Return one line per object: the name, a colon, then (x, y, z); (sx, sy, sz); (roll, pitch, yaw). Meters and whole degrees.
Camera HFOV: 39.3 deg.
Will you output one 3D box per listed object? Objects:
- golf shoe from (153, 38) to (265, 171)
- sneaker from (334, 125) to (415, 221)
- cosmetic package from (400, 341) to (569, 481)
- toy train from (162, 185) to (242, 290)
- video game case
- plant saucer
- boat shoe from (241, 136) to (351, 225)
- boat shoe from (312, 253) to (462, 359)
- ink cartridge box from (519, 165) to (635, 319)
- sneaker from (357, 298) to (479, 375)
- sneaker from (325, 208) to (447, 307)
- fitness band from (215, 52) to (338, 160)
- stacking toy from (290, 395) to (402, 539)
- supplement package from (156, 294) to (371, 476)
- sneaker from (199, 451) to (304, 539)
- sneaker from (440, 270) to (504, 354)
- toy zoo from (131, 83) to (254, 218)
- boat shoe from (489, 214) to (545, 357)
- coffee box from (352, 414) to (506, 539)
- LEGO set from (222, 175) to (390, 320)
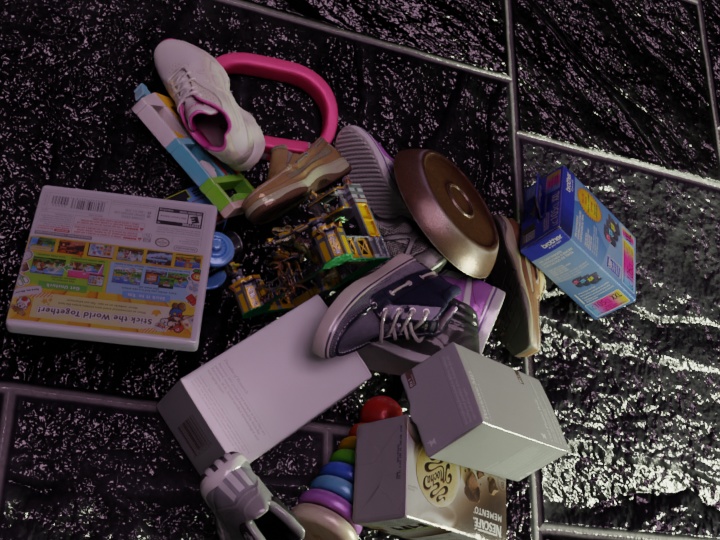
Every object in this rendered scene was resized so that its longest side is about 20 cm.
golf shoe: (-0.195, -0.211, 1.229); (0.200, 0.075, 0.091); (51, 16, 13)
sneaker: (0.050, -0.114, 1.367); (0.114, 0.073, 0.202); (-20, 73, -50)
cosmetic package: (0.144, 0.165, 1.150); (0.199, 0.090, 0.108); (27, 36, -50)
toy train: (-0.235, -0.015, 1.171); (0.199, 0.087, 0.115); (-29, 74, -30)
video game case: (-0.264, -0.005, 1.095); (0.197, 0.023, 0.184); (7, 56, -6)
plant saucer: (0.121, -0.084, 1.321); (0.200, 0.034, 0.201); (41, 29, -28)
boat shoe: (-0.091, -0.118, 1.247); (0.077, 0.071, 0.200); (56, 34, -1)
boat shoe: (0.037, 0.051, 1.130); (0.092, 0.075, 0.200); (27, 42, 23)
ink cartridge box: (0.294, -0.047, 1.397); (0.199, 0.076, 0.137); (38, 41, -22)
sneaker: (0.054, 0.070, 1.223); (0.198, 0.071, 0.100); (13, 62, -1)
sneaker: (0.000, 0.000, 1.265); (0.198, 0.076, 0.115); (-35, 78, -7)
fitness band: (-0.122, -0.218, 1.337); (0.198, 0.037, 0.145); (7, 66, -24)
stacking toy: (-0.007, 0.228, 1.181); (0.085, 0.085, 0.201); (35, 53, -8)
supplement package: (-0.109, 0.137, 1.144); (0.199, 0.117, 0.118); (-32, 84, -32)
sneaker: (-0.095, 0.278, 1.037); (0.075, 0.201, 0.115); (-42, 54, -16)
sneaker: (0.101, 0.091, 1.294); (0.113, 0.073, 0.202); (25, 58, 1)
toy zoo: (-0.204, -0.150, 1.227); (0.200, 0.020, 0.131); (50, 12, 1)
boat shoe: (0.222, 0.017, 1.381); (0.073, 0.076, 0.202); (4, 67, -30)
coffee box: (0.084, 0.252, 1.165); (0.199, 0.079, 0.114); (30, 54, -42)
LEGO set: (-0.070, -0.034, 1.174); (0.153, 0.199, 0.117); (-8, 70, -49)
